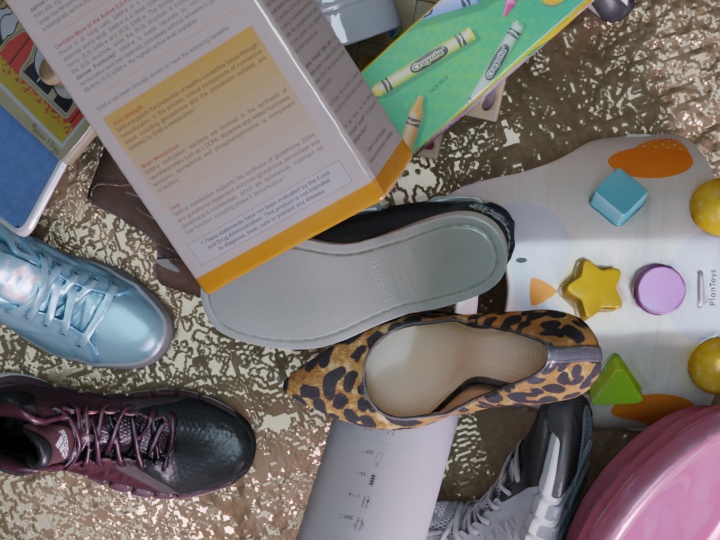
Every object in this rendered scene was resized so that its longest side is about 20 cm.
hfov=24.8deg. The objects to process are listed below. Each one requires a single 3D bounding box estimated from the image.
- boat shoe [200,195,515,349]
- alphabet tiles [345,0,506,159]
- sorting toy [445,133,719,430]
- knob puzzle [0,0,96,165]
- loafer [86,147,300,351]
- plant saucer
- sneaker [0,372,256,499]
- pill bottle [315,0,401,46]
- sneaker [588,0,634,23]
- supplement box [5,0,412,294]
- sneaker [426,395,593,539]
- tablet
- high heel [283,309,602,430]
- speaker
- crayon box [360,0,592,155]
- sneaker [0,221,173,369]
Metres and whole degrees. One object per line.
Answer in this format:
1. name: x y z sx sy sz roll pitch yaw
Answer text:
1. boat shoe: 0.000 0.000 1.012 0.199 0.060 0.076 -7 106 17
2. alphabet tiles: 0.003 -0.168 1.074 0.199 0.006 0.167 14 105 11
3. sorting toy: 0.137 0.012 1.052 0.180 0.107 0.201 -2 93 -9
4. knob puzzle: -0.180 -0.194 1.038 0.219 0.030 0.220 -10 69 27
5. loafer: -0.101 -0.013 1.087 0.200 0.073 0.071 43 103 3
6. plant saucer: 0.202 0.163 1.052 0.201 0.200 0.051 -51 50 2
7. sneaker: -0.170 0.116 1.064 0.199 0.116 0.076 6 93 0
8. pill bottle: -0.044 -0.233 1.009 0.112 0.112 0.200 -18 98 1
9. sneaker: 0.097 -0.229 1.077 0.200 0.074 0.080 44 108 2
10. supplement box: -0.080 -0.106 0.882 0.126 0.074 0.200 -27 104 25
11. sneaker: 0.081 0.155 1.062 0.115 0.075 0.200 16 121 18
12. tablet: -0.207 -0.133 1.068 0.130 0.014 0.200 31 94 37
13. high heel: 0.041 0.054 0.954 0.199 0.143 0.072 -6 83 9
14. speaker: 0.007 0.147 1.038 0.081 0.081 0.200 17 62 -1
15. crayon box: 0.067 -0.138 0.998 0.200 0.119 0.058 -40 90 19
16. sneaker: -0.220 0.013 1.075 0.200 0.082 0.074 23 94 -1
